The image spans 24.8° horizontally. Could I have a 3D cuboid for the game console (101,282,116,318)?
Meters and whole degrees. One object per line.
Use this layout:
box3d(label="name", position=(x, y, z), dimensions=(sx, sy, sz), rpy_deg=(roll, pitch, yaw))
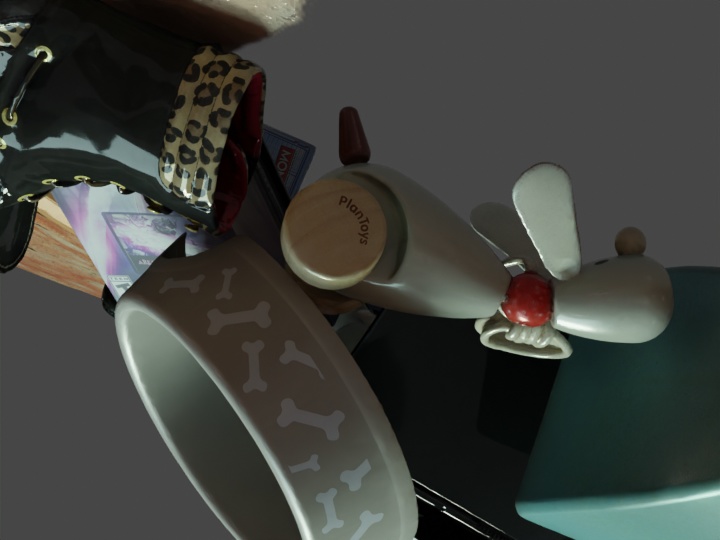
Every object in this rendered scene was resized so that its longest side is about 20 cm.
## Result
box3d(label="game console", position=(-0.095, 0.025, 1.303), dimensions=(0.198, 0.177, 0.117), rpy_deg=(23, 143, -4))

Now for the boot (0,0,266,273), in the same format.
box3d(label="boot", position=(-0.130, -0.054, 0.802), dimensions=(0.149, 0.073, 0.201), rpy_deg=(22, 131, 7))

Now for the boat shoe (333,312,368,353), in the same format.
box3d(label="boat shoe", position=(-0.030, 0.076, 1.057), dimensions=(0.071, 0.070, 0.201), rpy_deg=(38, 159, 22))

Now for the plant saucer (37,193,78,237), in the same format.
box3d(label="plant saucer", position=(-0.212, -0.064, 1.135), dimensions=(0.199, 0.032, 0.200), rpy_deg=(35, -177, -2))

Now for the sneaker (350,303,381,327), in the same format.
box3d(label="sneaker", position=(0.000, 0.000, 1.052), dimensions=(0.114, 0.081, 0.200), rpy_deg=(24, 165, 15))

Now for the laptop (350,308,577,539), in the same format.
box3d(label="laptop", position=(0.043, 0.093, 0.970), dimensions=(0.176, 0.104, 0.200), rpy_deg=(32, 155, -17))

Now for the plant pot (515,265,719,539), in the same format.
box3d(label="plant pot", position=(0.200, 0.080, 0.824), dimensions=(0.140, 0.143, 0.200), rpy_deg=(25, 164, -16))

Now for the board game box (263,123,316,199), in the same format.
box3d(label="board game box", position=(-0.119, -0.066, 0.976), dimensions=(0.198, 0.062, 0.200), rpy_deg=(22, 171, 12))

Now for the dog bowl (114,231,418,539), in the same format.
box3d(label="dog bowl", position=(-0.055, 0.074, 0.837), dimensions=(0.200, 0.058, 0.201), rpy_deg=(46, 156, 27))

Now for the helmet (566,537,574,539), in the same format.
box3d(label="helmet", position=(0.154, 0.163, 1.212), dimensions=(0.200, 0.199, 0.192), rpy_deg=(33, -156, -50))

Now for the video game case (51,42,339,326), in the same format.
box3d(label="video game case", position=(-0.105, -0.042, 0.884), dimensions=(0.141, 0.019, 0.201), rpy_deg=(3, 141, 25))

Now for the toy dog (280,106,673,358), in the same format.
box3d(label="toy dog", position=(0.050, -0.023, 0.801), dimensions=(0.198, 0.098, 0.132), rpy_deg=(13, 168, -25))
